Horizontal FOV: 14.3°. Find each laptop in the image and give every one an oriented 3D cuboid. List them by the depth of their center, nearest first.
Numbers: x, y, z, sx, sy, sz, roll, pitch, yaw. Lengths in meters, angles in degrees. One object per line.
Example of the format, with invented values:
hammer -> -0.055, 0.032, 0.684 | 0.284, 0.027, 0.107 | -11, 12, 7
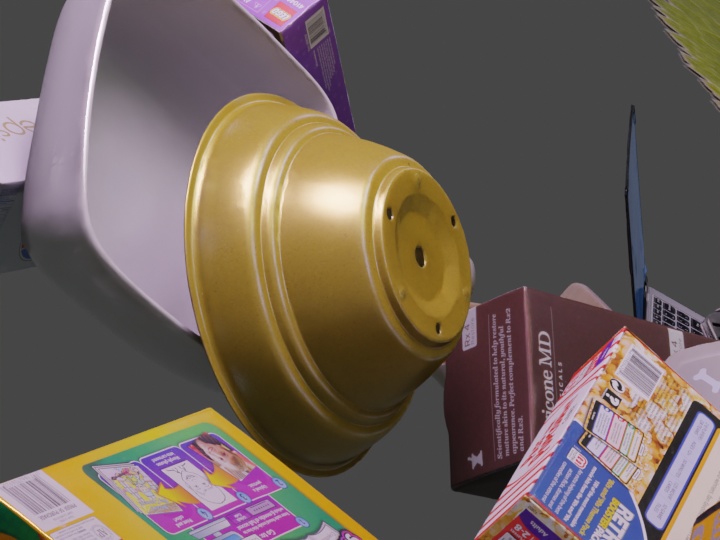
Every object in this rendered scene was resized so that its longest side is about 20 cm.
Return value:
laptop -> 0.230, 0.014, 1.860 | 0.200, 0.116, 0.187 | 29, 21, -4

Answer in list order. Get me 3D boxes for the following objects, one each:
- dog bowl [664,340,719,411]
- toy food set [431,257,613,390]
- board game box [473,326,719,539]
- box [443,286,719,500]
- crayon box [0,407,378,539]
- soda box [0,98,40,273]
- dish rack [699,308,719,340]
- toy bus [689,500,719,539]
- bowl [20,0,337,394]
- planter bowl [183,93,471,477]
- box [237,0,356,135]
dog bowl -> 0.203, 0.130, 1.453 | 0.200, 0.200, 0.059 | 27, 36, -11
toy food set -> 0.104, 0.042, 1.697 | 0.200, 0.061, 0.144 | 8, 30, -45
board game box -> 0.162, 0.139, 1.326 | 0.200, 0.046, 0.152 | 42, 37, -2
box -> 0.143, 0.082, 1.583 | 0.200, 0.075, 0.100 | 13, 65, -35
crayon box -> -0.079, 0.131, 1.238 | 0.119, 0.058, 0.200 | 37, 21, 17
soda box -> -0.170, -0.048, 1.521 | 0.068, 0.064, 0.200 | 38, 21, 19
dish rack -> 0.290, 0.101, 1.753 | 0.153, 0.055, 0.200 | 10, 50, -47
toy bus -> 0.235, 0.172, 1.271 | 0.200, 0.065, 0.078 | 37, 42, -16
bowl -> -0.099, -0.045, 1.468 | 0.200, 0.074, 0.200 | 40, 45, -44
planter bowl -> 0.000, 0.000, 1.457 | 0.200, 0.083, 0.201 | 28, 56, -53
box -> -0.065, -0.107, 1.636 | 0.137, 0.200, 0.039 | 34, 64, 31
